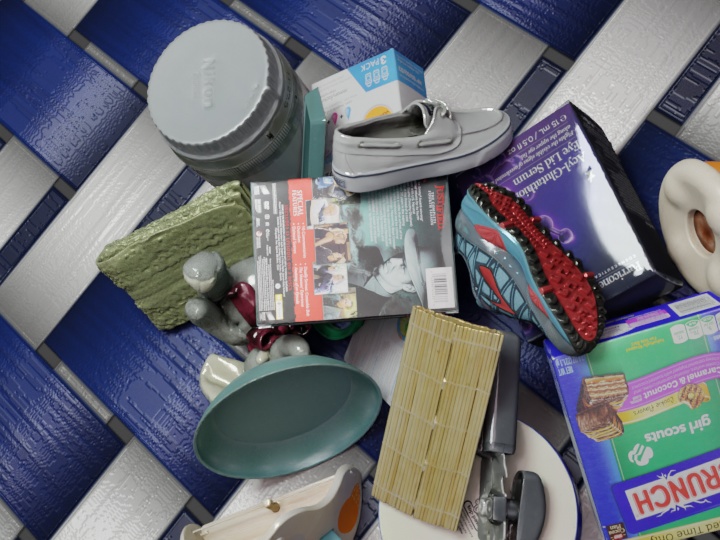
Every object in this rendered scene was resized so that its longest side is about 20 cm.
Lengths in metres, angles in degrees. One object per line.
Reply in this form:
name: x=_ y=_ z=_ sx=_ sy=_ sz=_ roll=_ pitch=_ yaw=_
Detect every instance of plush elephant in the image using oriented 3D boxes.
plush elephant: x=-0.098 y=0.065 z=0.948 sx=0.163 sy=0.200 sz=0.156 roll=-20 pitch=68 yaw=-29

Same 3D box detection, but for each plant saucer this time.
plant saucer: x=-0.076 y=0.146 z=0.913 sx=0.198 sy=0.200 sz=0.036 roll=-27 pitch=52 yaw=6
plant saucer: x=-0.054 y=-0.095 z=0.971 sx=0.019 sy=0.202 sz=0.070 roll=-2 pitch=40 yaw=-11

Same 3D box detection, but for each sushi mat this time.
sushi mat: x=0.070 y=0.140 z=0.833 sx=0.095 sy=0.012 sz=0.202 roll=18 pitch=105 yaw=24

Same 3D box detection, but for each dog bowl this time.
dog bowl: x=0.120 y=0.243 z=0.885 sx=0.197 sy=0.079 sz=0.203 roll=-4 pitch=73 yaw=14

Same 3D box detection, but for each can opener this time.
can opener: x=0.142 y=0.162 z=0.843 sx=0.066 sy=0.053 sz=0.203 roll=11 pitch=74 yaw=-15

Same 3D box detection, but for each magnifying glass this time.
magnifying glass: x=0.000 y=0.000 z=0.960 sx=0.080 sy=0.022 sz=0.200 roll=53 pitch=132 yaw=20

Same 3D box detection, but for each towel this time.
towel: x=-0.184 y=-0.014 z=1.015 sx=0.198 sy=0.149 sz=0.037 roll=-27 pitch=41 yaw=9

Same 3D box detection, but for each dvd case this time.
dvd case: x=-0.007 y=-0.022 z=0.874 sx=0.197 sy=0.022 sz=0.148 roll=-5 pitch=80 yaw=1

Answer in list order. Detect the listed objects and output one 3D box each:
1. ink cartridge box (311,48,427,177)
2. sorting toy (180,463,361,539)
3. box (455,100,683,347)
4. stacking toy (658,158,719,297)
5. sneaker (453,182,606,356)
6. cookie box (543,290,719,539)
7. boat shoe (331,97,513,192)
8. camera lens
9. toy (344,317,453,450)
ink cartridge box: x=0.017 y=-0.121 z=0.964 sx=0.114 sy=0.068 sz=0.203 roll=-17 pitch=70 yaw=32
sorting toy: x=-0.099 y=0.272 z=0.883 sx=0.198 sy=0.180 sz=0.108 roll=-23 pitch=69 yaw=8
box: x=0.211 y=-0.041 z=0.909 sx=0.147 sy=0.104 sz=0.202 roll=-33 pitch=66 yaw=26
stacking toy: x=0.415 y=-0.065 z=0.883 sx=0.198 sy=0.146 sz=0.147 roll=-19 pitch=69 yaw=-7
sneaker: x=0.154 y=0.012 z=0.842 sx=0.201 sy=0.079 sz=0.096 roll=60 pitch=139 yaw=34
cookie box: x=0.282 y=0.143 z=0.831 sx=0.169 sy=0.075 sz=0.202 roll=-18 pitch=97 yaw=9
boat shoe: x=0.065 y=-0.133 z=0.865 sx=0.198 sy=0.066 sz=0.074 roll=-21 pitch=41 yaw=-21
camera lens: x=-0.129 y=-0.167 z=1.007 sx=0.158 sy=0.200 sz=0.162 roll=-6 pitch=71 yaw=17
toy: x=0.060 y=0.088 z=0.924 sx=0.200 sy=0.047 sz=0.116 roll=40 pitch=111 yaw=57
